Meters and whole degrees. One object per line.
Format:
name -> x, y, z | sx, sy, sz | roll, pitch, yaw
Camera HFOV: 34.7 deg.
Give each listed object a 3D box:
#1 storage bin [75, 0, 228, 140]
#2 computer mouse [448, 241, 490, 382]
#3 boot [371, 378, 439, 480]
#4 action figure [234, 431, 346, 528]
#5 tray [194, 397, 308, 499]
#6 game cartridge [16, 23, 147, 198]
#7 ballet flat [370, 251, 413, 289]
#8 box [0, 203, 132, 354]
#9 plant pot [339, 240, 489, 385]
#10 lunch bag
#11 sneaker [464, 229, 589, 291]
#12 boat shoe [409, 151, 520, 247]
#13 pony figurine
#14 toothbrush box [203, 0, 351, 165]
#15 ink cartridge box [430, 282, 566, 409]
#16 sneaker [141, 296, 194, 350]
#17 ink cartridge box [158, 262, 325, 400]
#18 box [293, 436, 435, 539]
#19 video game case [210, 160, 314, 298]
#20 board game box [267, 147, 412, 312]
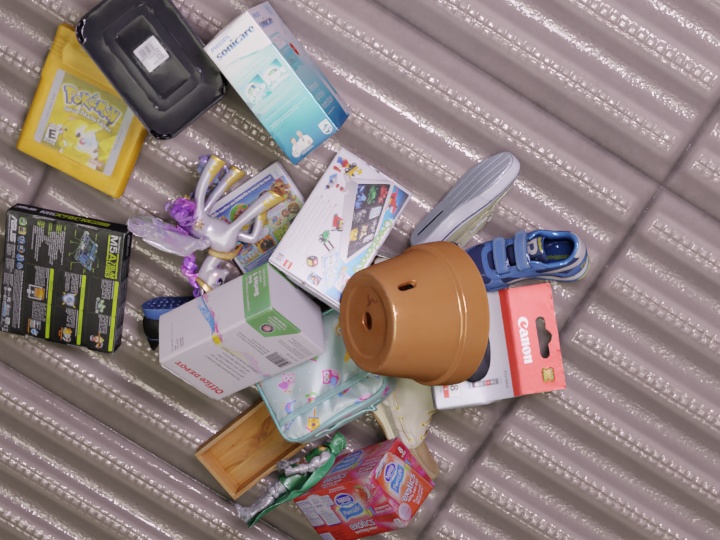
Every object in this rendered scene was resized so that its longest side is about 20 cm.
storage bin -> -0.288, -0.295, 1.612 | 0.135, 0.094, 0.201 | -38, 101, -1
computer mouse -> 0.143, 0.060, 1.632 | 0.058, 0.034, 0.203 | -14, 94, 6
boot -> 0.107, 0.213, 1.752 | 0.153, 0.072, 0.202 | -29, 98, 14
action figure -> -0.103, 0.318, 1.775 | 0.199, 0.118, 0.055 | -36, 96, -10
tray -> -0.156, 0.265, 1.822 | 0.199, 0.037, 0.099 | -38, 99, 16
game cartridge -> -0.396, -0.233, 1.697 | 0.174, 0.032, 0.202 | 25, 110, -1
ballet flat -> 0.000, 0.000, 1.688 | 0.197, 0.064, 0.068 | 17, 100, -6
box -> -0.456, 0.013, 1.778 | 0.190, 0.048, 0.203 | 10, 108, 2
plant pot -> 0.063, 0.064, 1.582 | 0.138, 0.199, 0.203 | -5, 113, -33
lunch bag -> -0.050, 0.157, 1.714 | 0.198, 0.077, 0.162 | -31, 69, 9
sneaker -> 0.228, -0.021, 1.645 | 0.197, 0.082, 0.075 | -9, 70, 5
boat shoe -> 0.158, -0.089, 1.659 | 0.200, 0.072, 0.062 | -41, 123, 21
pony figurine -> -0.231, -0.062, 1.663 | 0.191, 0.167, 0.202 | 30, 94, -11
toothbrush box -> -0.111, -0.261, 1.590 | 0.085, 0.147, 0.201 | -37, 99, 16
ink cartridge box -> 0.193, 0.109, 1.678 | 0.197, 0.050, 0.165 | -9, 85, 4
sneaker -> -0.237, 0.085, 1.763 | 0.197, 0.070, 0.079 | 1, 113, 13
ink cartridge box -> -0.171, 0.092, 1.656 | 0.198, 0.085, 0.145 | -25, 141, 20
box -> 0.003, 0.337, 1.750 | 0.199, 0.096, 0.100 | -27, 104, 46
video game case -> -0.124, -0.043, 1.729 | 0.142, 0.018, 0.201 | -31, 101, 16
board game box -> -0.028, -0.059, 1.644 | 0.125, 0.035, 0.201 | 33, 76, 0
